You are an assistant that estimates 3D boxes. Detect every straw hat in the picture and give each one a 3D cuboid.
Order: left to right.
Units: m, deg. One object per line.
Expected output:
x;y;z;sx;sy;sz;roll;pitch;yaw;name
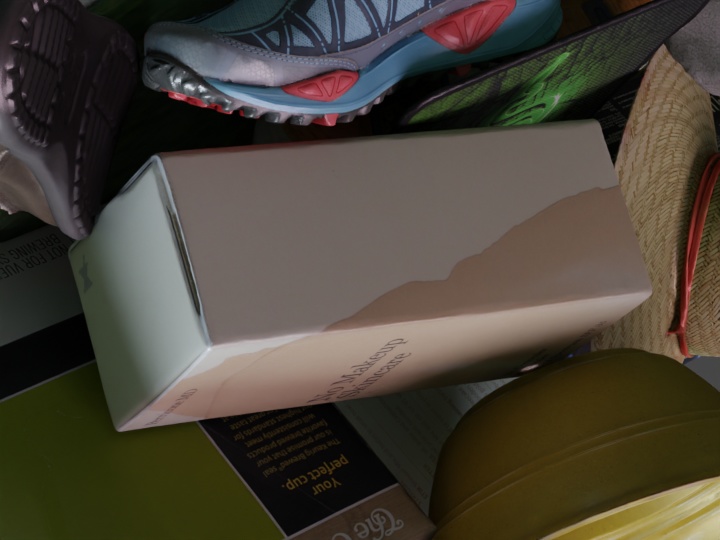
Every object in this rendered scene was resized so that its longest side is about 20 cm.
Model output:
0.168;-0.004;1.240;0.201;0.085;0.202;11;90;-71;straw hat

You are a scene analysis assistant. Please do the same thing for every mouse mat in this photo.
0.050;-0.053;1.159;0.160;0.008;0.200;-24;169;-28;mouse mat

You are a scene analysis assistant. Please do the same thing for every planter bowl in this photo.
0.093;0.088;1.144;0.199;0.084;0.201;-18;158;-7;planter bowl

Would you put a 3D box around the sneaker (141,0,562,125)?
-0.006;-0.117;1.051;0.199;0.079;0.096;-22;119;-42;sneaker

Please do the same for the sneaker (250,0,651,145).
0.033;-0.086;1.176;0.199;0.076;0.088;-22;167;-32;sneaker

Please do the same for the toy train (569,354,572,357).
0.025;0.090;1.373;0.200;0.115;0.087;-35;161;23;toy train

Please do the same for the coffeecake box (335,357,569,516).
-0.003;0.086;1.299;0.200;0.154;0.073;-48;160;16;coffeecake box

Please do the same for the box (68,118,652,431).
0.000;0.000;1.068;0.199;0.078;0.095;-7;161;-30;box

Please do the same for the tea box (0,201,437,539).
-0.117;0.103;1.090;0.199;0.197;0.134;-22;151;-37;tea box

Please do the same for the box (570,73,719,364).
0.152;-0.022;1.443;0.199;0.086;0.164;-22;150;-39;box

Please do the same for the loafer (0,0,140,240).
-0.125;-0.066;0.961;0.200;0.071;0.073;73;32;-75;loafer

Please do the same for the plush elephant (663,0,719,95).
0.188;-0.153;1.200;0.200;0.154;0.166;-154;-110;-80;plush elephant
